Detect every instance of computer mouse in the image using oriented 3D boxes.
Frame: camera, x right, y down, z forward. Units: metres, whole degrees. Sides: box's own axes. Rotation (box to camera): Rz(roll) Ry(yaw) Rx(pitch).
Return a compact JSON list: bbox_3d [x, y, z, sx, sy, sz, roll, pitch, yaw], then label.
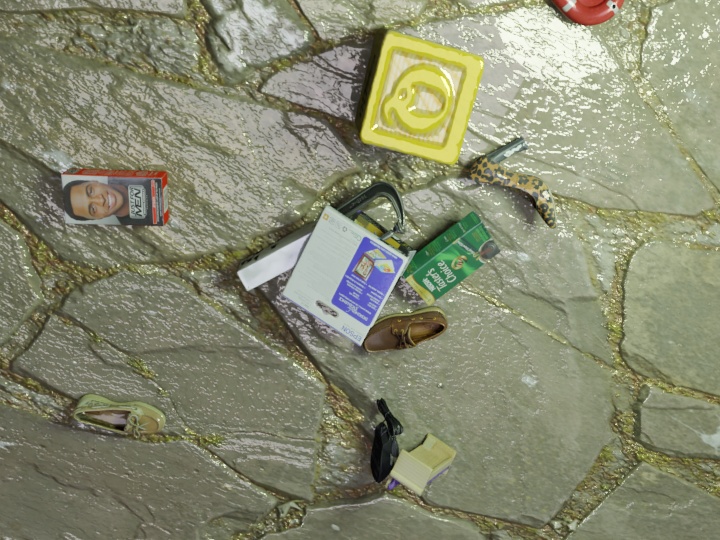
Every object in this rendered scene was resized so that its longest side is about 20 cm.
[{"bbox_3d":[0.068,0.403,1.699,0.045,0.141,0.205,-1,109,-17],"label":"computer mouse"}]

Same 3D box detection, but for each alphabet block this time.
[{"bbox_3d":[0.102,-0.329,1.413,0.190,0.201,0.201,11,108,-8],"label":"alphabet block"}]

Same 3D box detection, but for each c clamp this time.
[{"bbox_3d":[0.017,-0.073,1.515,0.199,0.027,0.173,-37,73,21],"label":"c clamp"}]

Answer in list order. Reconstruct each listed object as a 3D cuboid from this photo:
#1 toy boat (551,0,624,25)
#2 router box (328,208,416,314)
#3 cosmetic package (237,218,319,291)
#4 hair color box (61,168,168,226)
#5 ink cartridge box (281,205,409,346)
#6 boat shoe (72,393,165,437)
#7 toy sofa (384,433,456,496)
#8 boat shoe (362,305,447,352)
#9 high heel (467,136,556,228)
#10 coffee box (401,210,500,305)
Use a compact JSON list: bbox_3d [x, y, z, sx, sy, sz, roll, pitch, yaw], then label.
[{"bbox_3d":[0.415,-0.552,1.405,0.199,0.131,0.131,41,102,-15],"label":"toy boat"},{"bbox_3d":[0.000,0.000,1.565,0.156,0.052,0.203,35,105,18],"label":"router box"},{"bbox_3d":[-0.157,-0.035,1.563,0.197,0.083,0.051,-28,109,5],"label":"cosmetic package"},{"bbox_3d":[-0.488,-0.147,1.513,0.194,0.061,0.104,1,109,-4],"label":"hair color box"},{"bbox_3d":[-0.031,0.010,1.490,0.196,0.043,0.203,32,103,8],"label":"ink cartridge box"},{"bbox_3d":[-0.531,0.329,1.667,0.195,0.063,0.075,11,107,-8],"label":"boat shoe"},{"bbox_3d":[0.136,0.441,1.675,0.082,0.199,0.099,28,100,21],"label":"toy sofa"},{"bbox_3d":[0.096,0.134,1.644,0.195,0.068,0.074,-17,109,2],"label":"boat shoe"},{"bbox_3d":[0.313,-0.155,1.557,0.140,0.071,0.204,-27,92,-1],"label":"high heel"},{"bbox_3d":[0.188,-0.022,1.586,0.198,0.044,0.123,-36,137,8],"label":"coffee box"}]
